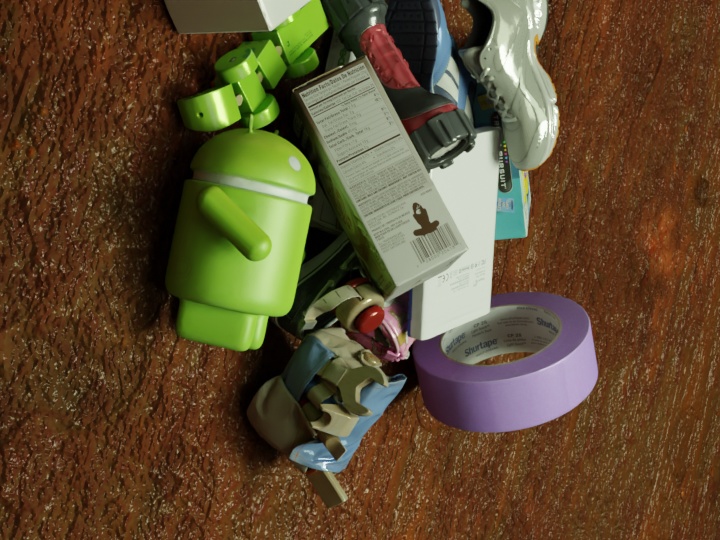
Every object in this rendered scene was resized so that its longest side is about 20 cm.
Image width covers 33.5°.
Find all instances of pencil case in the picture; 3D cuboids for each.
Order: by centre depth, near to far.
[{"bbox_3d":[0.062,0.015,1.295,0.200,0.082,0.087,-45,140,-37],"label":"pencil case"}]

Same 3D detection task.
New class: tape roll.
[{"bbox_3d":[0.160,0.098,1.333,0.200,0.199,0.066,-36,121,-41],"label":"tape roll"}]

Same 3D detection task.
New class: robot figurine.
[{"bbox_3d":[-0.105,-0.033,1.056,0.175,0.115,0.202,11,90,-79],"label":"robot figurine"}]

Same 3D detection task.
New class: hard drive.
[{"bbox_3d":[0.097,-0.041,1.233,0.132,0.025,0.202,-18,115,-50],"label":"hard drive"}]

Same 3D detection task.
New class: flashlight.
[{"bbox_3d":[0.036,-0.191,1.135,0.201,0.067,0.068,62,-2,13],"label":"flashlight"}]

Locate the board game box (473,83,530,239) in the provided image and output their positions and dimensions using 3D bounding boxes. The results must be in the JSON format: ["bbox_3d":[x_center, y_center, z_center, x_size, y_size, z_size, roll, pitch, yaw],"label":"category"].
[{"bbox_3d":[0.160,-0.154,1.358,0.151,0.047,0.201,-66,149,-68],"label":"board game box"}]

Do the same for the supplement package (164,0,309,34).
[{"bbox_3d":[-0.079,-0.305,1.045,0.200,0.121,0.120,-45,128,-35],"label":"supplement package"}]

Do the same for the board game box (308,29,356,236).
[{"bbox_3d":[0.002,-0.134,1.235,0.126,0.034,0.201,17,82,-50],"label":"board game box"}]

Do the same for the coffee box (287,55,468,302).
[{"bbox_3d":[0.013,-0.081,1.113,0.079,0.114,0.201,-27,84,-10],"label":"coffee box"}]

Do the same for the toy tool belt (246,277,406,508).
[{"bbox_3d":[-0.011,0.120,1.136,0.124,0.123,0.201,-2,132,-50],"label":"toy tool belt"}]

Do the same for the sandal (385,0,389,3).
[{"bbox_3d":[0.032,-0.287,1.232,0.200,0.054,0.081,27,75,-48],"label":"sandal"}]

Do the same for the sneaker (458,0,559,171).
[{"bbox_3d":[0.141,-0.198,1.211,0.091,0.076,0.202,-13,99,-28],"label":"sneaker"}]

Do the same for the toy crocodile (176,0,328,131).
[{"bbox_3d":[-0.093,-0.192,1.102,0.200,0.061,0.068,-55,135,-34],"label":"toy crocodile"}]

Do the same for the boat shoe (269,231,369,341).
[{"bbox_3d":[-0.001,-0.002,1.189,0.199,0.068,0.074,-34,136,-26],"label":"boat shoe"}]

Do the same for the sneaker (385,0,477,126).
[{"bbox_3d":[0.074,-0.206,1.230,0.082,0.074,0.201,-42,135,-37],"label":"sneaker"}]
